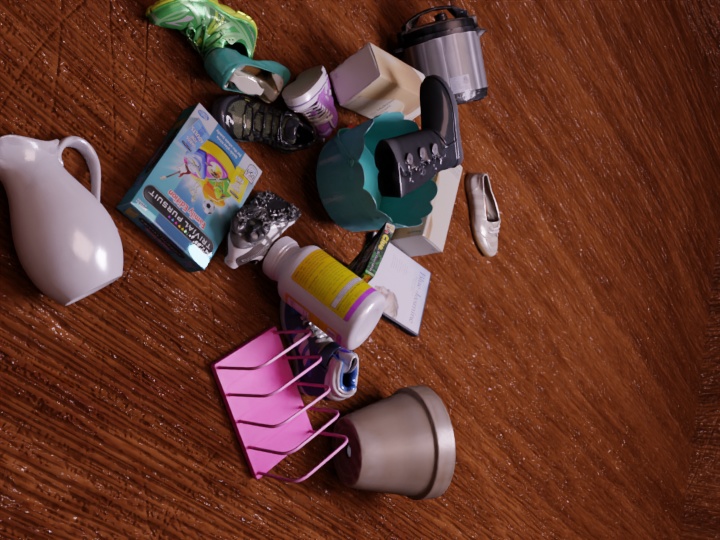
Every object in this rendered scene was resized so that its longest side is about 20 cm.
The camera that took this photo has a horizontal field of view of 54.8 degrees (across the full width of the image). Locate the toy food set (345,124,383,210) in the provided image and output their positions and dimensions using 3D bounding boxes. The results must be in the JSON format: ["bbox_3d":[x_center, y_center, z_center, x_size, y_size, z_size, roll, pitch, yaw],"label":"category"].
[{"bbox_3d":[0.022,-0.185,1.356,0.198,0.048,0.203,47,55,-32],"label":"toy food set"}]

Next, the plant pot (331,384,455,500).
[{"bbox_3d":[0.047,0.314,1.248,0.170,0.199,0.206,2,84,-29],"label":"plant pot"}]

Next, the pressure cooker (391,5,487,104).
[{"bbox_3d":[0.172,-0.443,1.448,0.174,0.176,0.205,-26,107,-47],"label":"pressure cooker"}]

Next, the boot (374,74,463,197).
[{"bbox_3d":[0.089,-0.227,1.164,0.198,0.065,0.169,-28,104,-41],"label":"boot"}]

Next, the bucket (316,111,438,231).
[{"bbox_3d":[0.027,-0.168,1.228,0.204,0.133,0.213,7,80,-46],"label":"bucket"}]

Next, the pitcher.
[{"bbox_3d":[-0.371,-0.073,0.891,0.204,0.119,0.171,63,31,-5],"label":"pitcher"}]

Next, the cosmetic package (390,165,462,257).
[{"bbox_3d":[0.134,-0.137,1.431,0.071,0.104,0.204,34,61,-36],"label":"cosmetic package"}]

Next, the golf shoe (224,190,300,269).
[{"bbox_3d":[-0.167,-0.067,1.136,0.077,0.096,0.200,35,26,8],"label":"golf shoe"}]

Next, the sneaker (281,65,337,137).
[{"bbox_3d":[-0.075,-0.281,1.204,0.201,0.071,0.117,-72,147,-63],"label":"sneaker"}]

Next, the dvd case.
[{"bbox_3d":[0.069,0.031,1.403,0.199,0.017,0.146,33,62,-40],"label":"dvd case"}]

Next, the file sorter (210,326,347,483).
[{"bbox_3d":[-0.120,0.211,1.106,0.138,0.124,0.205,-30,107,-43],"label":"file sorter"}]

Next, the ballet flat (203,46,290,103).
[{"bbox_3d":[-0.171,-0.305,1.128,0.071,0.067,0.198,55,26,17],"label":"ballet flat"}]

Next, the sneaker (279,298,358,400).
[{"bbox_3d":[-0.056,0.118,1.168,0.080,0.144,0.206,-12,95,-45],"label":"sneaker"}]

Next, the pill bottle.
[{"bbox_3d":[-0.063,0.030,1.121,0.105,0.198,0.105,-47,162,-21],"label":"pill bottle"}]

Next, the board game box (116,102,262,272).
[{"bbox_3d":[-0.253,-0.126,1.059,0.151,0.046,0.203,46,55,-33],"label":"board game box"}]

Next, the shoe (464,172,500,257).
[{"bbox_3d":[0.294,-0.131,1.634,0.069,0.053,0.205,-24,103,-45],"label":"shoe"}]

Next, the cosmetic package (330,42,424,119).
[{"bbox_3d":[0.044,-0.344,1.318,0.198,0.104,0.073,4,63,-54],"label":"cosmetic package"}]

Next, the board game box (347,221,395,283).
[{"bbox_3d":[0.000,0.000,1.215,0.023,0.200,0.107,26,63,-9],"label":"board game box"}]

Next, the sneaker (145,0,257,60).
[{"bbox_3d":[-0.238,-0.373,1.083,0.197,0.073,0.086,0,81,-47],"label":"sneaker"}]

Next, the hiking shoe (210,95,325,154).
[{"bbox_3d":[-0.149,-0.242,1.136,0.197,0.099,0.078,5,89,-48],"label":"hiking shoe"}]
